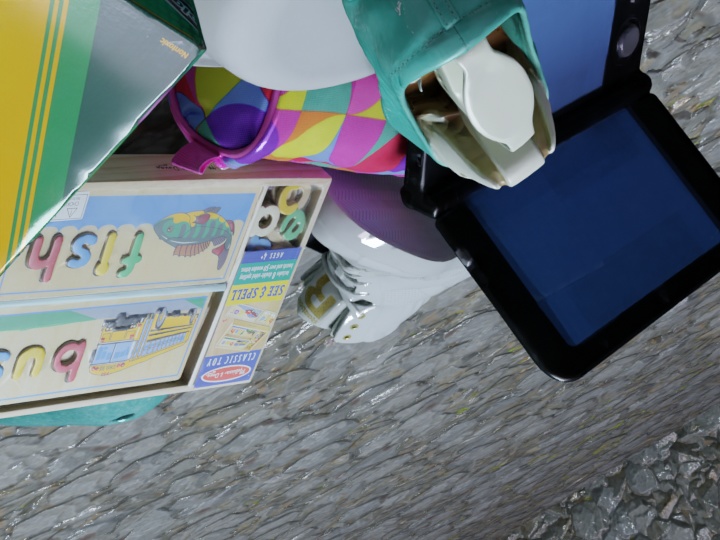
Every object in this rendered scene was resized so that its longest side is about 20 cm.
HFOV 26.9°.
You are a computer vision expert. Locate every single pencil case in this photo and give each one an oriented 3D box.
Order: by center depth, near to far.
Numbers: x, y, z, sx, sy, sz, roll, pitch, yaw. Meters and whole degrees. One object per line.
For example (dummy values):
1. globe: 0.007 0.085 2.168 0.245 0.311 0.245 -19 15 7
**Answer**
1. pencil case: -0.012 -0.088 0.751 0.088 0.089 0.199 -39 158 32

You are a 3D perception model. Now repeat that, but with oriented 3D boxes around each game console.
1. game console: 0.126 -0.075 0.771 0.199 0.116 0.178 -30 137 -40

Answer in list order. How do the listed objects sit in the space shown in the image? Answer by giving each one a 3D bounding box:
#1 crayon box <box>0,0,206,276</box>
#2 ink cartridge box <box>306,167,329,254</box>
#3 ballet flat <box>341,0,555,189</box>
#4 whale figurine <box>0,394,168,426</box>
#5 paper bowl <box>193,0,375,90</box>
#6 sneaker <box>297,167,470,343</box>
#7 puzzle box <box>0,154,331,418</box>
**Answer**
1. crayon box: -0.159 -0.087 0.438 0.199 0.059 0.119 29 119 -37
2. ink cartridge box: 0.056 -0.071 0.958 0.197 0.044 0.200 -33 162 15
3. ballet flat: 0.041 -0.067 0.569 0.067 0.071 0.200 -31 162 6
4. whale figurine: -0.181 0.053 0.849 0.198 0.105 0.159 -28 165 11
5. paper bowl: -0.009 -0.146 0.566 0.199 0.105 0.201 -26 161 -9
6. sneaker: 0.000 0.000 0.888 0.115 0.074 0.199 -38 158 20
7. puzzle box: -0.112 0.007 0.737 0.199 0.025 0.134 -6 128 -46
